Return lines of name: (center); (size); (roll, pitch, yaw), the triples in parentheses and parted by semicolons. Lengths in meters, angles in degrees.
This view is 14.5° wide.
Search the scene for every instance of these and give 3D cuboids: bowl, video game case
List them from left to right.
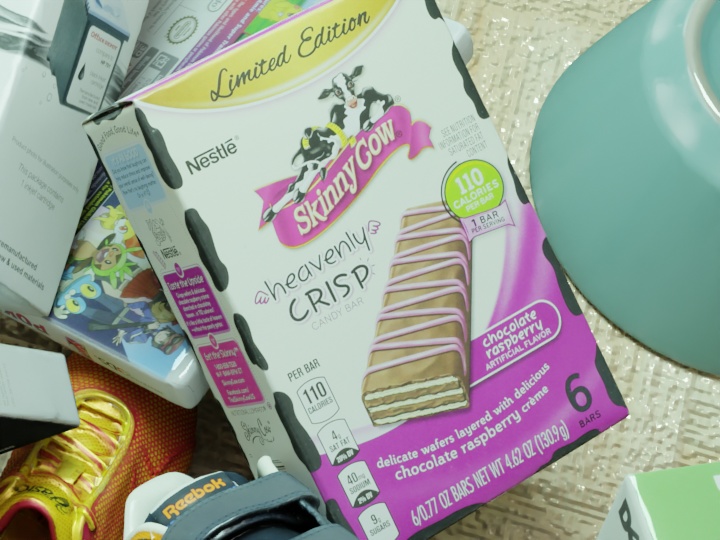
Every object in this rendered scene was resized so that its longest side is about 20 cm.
video game case: (-0.081, -0.055, 1.172); (0.182, 0.023, 0.200); (25, 65, 31)
bowl: (0.184, -0.060, 1.250); (0.201, 0.105, 0.201); (6, 58, -10)

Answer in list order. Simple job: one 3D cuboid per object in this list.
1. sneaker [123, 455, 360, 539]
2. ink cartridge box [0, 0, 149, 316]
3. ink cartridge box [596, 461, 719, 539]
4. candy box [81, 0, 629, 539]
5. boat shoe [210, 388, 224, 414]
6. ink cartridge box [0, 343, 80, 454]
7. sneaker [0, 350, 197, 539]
sneaker: (-0.038, 0.116, 1.020); (0.078, 0.200, 0.079); (-25, 102, -25)
ink cartridge box: (-0.173, -0.096, 1.135); (0.146, 0.086, 0.200); (10, 77, 24)
ink cartridge box: (0.114, 0.128, 0.896); (0.059, 0.200, 0.104); (-6, 58, -16)
candy box: (0.000, 0.000, 1.088); (0.136, 0.061, 0.200); (-29, 96, -25)
boat shoe: (-0.025, 0.013, 1.165); (0.074, 0.065, 0.202); (19, 42, -44)
ink cartridge box: (-0.185, 0.050, 1.002); (0.095, 0.200, 0.037); (-19, 76, 17)
sneaker: (-0.111, 0.092, 1.103); (0.073, 0.077, 0.200); (21, 55, 2)
